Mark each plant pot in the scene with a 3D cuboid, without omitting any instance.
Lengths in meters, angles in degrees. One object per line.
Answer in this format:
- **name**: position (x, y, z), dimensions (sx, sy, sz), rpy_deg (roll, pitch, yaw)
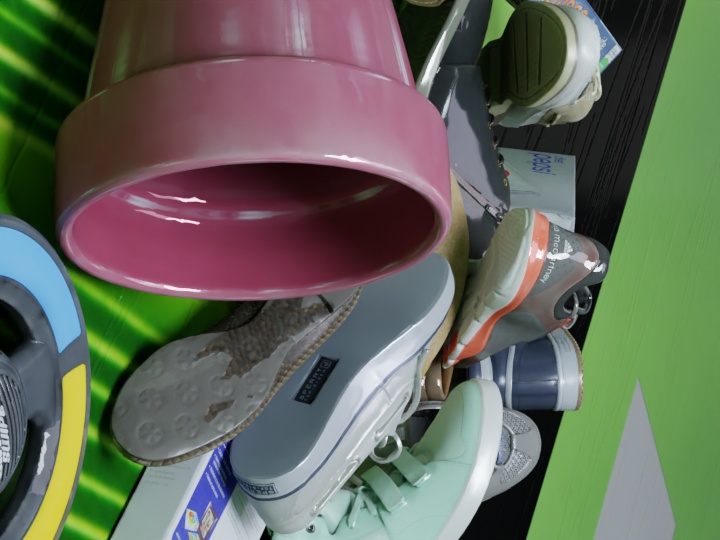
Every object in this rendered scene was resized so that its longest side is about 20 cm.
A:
- **plant pot**: position (-0.056, -0.099, 0.973), dimensions (0.200, 0.198, 0.180), rpy_deg (43, 41, -62)

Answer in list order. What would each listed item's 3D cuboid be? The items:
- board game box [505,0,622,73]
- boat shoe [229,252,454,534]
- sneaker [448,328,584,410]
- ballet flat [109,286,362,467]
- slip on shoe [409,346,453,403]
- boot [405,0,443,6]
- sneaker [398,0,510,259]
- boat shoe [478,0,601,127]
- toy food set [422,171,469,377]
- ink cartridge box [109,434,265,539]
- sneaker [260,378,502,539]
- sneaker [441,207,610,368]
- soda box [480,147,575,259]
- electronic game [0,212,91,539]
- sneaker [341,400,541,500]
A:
- **board game box**: position (0.111, -0.222, 1.396), dimensions (0.034, 0.135, 0.200), rpy_deg (-46, 156, 6)
- **boat shoe**: position (0.000, 0.080, 1.155), dimensions (0.202, 0.074, 0.086), rpy_deg (-55, 143, -34)
- **sneaker**: position (0.109, 0.068, 1.555), dimensions (0.200, 0.108, 0.071), rpy_deg (-121, -151, -77)
- **ballet flat**: position (-0.068, 0.050, 1.092), dimensions (0.200, 0.067, 0.046), rpy_deg (-44, 169, -37)
- **slip on shoe**: position (0.062, 0.023, 1.422), dimensions (0.200, 0.060, 0.076), rpy_deg (-59, 147, -45)
- **boot**: position (-0.004, -0.182, 1.203), dimensions (0.200, 0.072, 0.156), rpy_deg (47, 52, -54)
- **sneaker**: position (0.067, -0.112, 1.333), dimensions (0.106, 0.075, 0.201), rpy_deg (27, 77, -29)
- **boat shoe**: position (0.134, -0.142, 1.335), dimensions (0.200, 0.068, 0.075), rpy_deg (168, -76, -76)
- **toy food set**: position (0.000, 0.000, 1.225), dimensions (0.199, 0.048, 0.200), rpy_deg (-7, 110, -45)
- **ink cartridge box**: position (-0.090, 0.135, 1.119), dimensions (0.100, 0.039, 0.201), rpy_deg (71, 35, -43)
- **sneaker**: position (0.004, 0.139, 1.209), dimensions (0.201, 0.118, 0.074), rpy_deg (-60, -164, -3)
- **sneaker**: position (0.109, 0.026, 1.276), dimensions (0.200, 0.081, 0.078), rpy_deg (127, -25, -67)
- **soda box**: position (0.131, -0.042, 1.489), dimensions (0.200, 0.068, 0.064), rpy_deg (-67, 164, -72)
- **electronic game**: position (-0.181, 0.073, 0.882), dimensions (0.200, 0.041, 0.202), rpy_deg (7, 90, -67)
- **sneaker**: position (0.067, 0.127, 1.333), dimensions (0.199, 0.082, 0.075), rpy_deg (-1, 79, -46)
